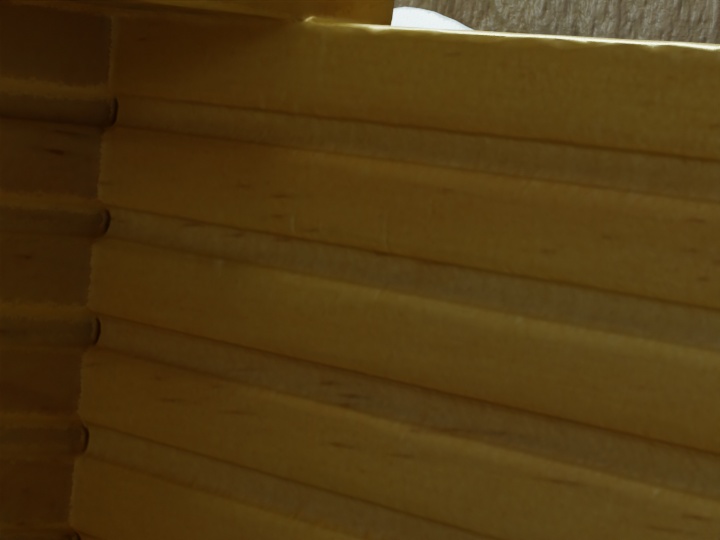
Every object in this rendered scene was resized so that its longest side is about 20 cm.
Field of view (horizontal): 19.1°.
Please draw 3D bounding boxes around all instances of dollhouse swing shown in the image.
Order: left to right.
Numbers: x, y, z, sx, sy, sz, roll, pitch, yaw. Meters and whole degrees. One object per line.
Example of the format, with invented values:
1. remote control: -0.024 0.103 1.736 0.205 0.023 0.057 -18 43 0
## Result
1. dollhouse swing: -0.047 0.040 0.341 0.181 0.201 0.176 3 6 -31

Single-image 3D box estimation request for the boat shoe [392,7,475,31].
1. boat shoe: 0.072 -0.045 0.909 0.072 0.071 0.200 -36 49 -15
